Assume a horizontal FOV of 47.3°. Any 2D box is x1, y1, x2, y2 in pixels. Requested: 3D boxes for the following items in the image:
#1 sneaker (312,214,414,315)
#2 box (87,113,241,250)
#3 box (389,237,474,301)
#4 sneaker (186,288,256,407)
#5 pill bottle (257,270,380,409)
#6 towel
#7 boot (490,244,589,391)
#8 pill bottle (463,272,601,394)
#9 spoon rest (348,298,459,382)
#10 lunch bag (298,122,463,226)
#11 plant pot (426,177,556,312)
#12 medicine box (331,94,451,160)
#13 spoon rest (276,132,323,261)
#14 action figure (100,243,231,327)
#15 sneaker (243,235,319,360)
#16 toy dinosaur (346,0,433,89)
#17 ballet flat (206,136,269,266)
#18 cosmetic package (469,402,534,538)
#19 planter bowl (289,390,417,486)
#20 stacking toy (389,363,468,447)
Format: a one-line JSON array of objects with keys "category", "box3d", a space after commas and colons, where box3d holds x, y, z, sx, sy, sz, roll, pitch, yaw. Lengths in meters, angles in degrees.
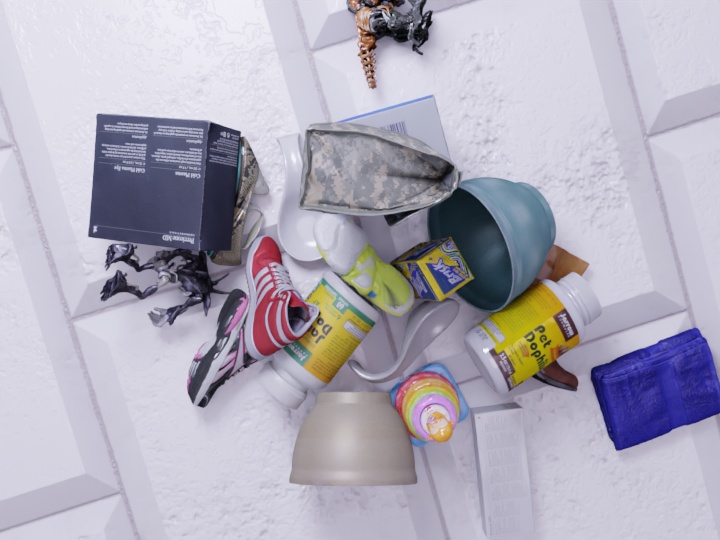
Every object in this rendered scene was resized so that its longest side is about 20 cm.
[{"category": "sneaker", "box3d": [0.000, 0.000, 1.288, 0.076, 0.105, 0.200, -41, 80, -10]}, {"category": "box", "box3d": [-0.294, -0.131, 1.235, 0.195, 0.104, 0.187, 8, 93, 19]}, {"category": "box", "box3d": [0.103, -0.001, 1.235, 0.064, 0.200, 0.071, -33, 94, -8]}, {"category": "sneaker", "box3d": [-0.201, 0.136, 1.299, 0.085, 0.081, 0.202, 25, 105, -29]}, {"category": "pill bottle", "box3d": [-0.069, 0.111, 1.282, 0.112, 0.113, 0.201, 39, 92, -4]}, {"category": "towel", "box3d": [0.486, 0.196, 1.340, 0.196, 0.050, 0.151, -20, 93, -1]}, {"category": "boot", "box3d": [0.312, 0.073, 1.332, 0.186, 0.069, 0.202, 31, 85, 4]}, {"category": "pill bottle", "box3d": [0.261, 0.090, 1.241, 0.198, 0.109, 0.110, -34, 94, -4]}, {"category": "spoon rest", "box3d": [0.076, 0.113, 1.298, 0.199, 0.099, 0.061, -37, 64, 8]}, {"category": "lunch bag", "box3d": [0.023, -0.123, 1.047, 0.195, 0.164, 0.121, 5, 101, -4]}, {"category": "plant pot", "box3d": [0.213, -0.056, 1.257, 0.132, 0.199, 0.204, -24, 94, -25]}, {"category": "medicine box", "box3d": [0.025, -0.181, 1.224, 0.178, 0.200, 0.105, -16, 99, -1]}, {"category": "spoon rest", "box3d": [-0.094, -0.115, 1.294, 0.097, 0.061, 0.205, -13, 93, -1]}, {"category": "action figure", "box3d": [-0.302, 0.017, 1.275, 0.197, 0.101, 0.122, 14, 60, -40]}, {"category": "sneaker", "box3d": [-0.119, 0.026, 1.246, 0.111, 0.071, 0.204, -23, 56, 36]}, {"category": "toy dinosaur", "box3d": [0.039, -0.391, 1.282, 0.133, 0.102, 0.205, 10, 111, 12]}, {"category": "ballet flat", "box3d": [-0.184, -0.104, 1.295, 0.074, 0.068, 0.205, 12, 97, -24]}, {"category": "cosmetic package", "box3d": [0.229, 0.323, 1.337, 0.080, 0.051, 0.205, -6, 93, -4]}, {"category": "planter bowl", "box3d": [-0.010, 0.256, 1.263, 0.195, 0.200, 0.138, 1, 78, -2]}, {"category": "stacking toy", "box3d": [0.110, 0.222, 1.252, 0.115, 0.200, 0.111, -32, 94, 1]}]
